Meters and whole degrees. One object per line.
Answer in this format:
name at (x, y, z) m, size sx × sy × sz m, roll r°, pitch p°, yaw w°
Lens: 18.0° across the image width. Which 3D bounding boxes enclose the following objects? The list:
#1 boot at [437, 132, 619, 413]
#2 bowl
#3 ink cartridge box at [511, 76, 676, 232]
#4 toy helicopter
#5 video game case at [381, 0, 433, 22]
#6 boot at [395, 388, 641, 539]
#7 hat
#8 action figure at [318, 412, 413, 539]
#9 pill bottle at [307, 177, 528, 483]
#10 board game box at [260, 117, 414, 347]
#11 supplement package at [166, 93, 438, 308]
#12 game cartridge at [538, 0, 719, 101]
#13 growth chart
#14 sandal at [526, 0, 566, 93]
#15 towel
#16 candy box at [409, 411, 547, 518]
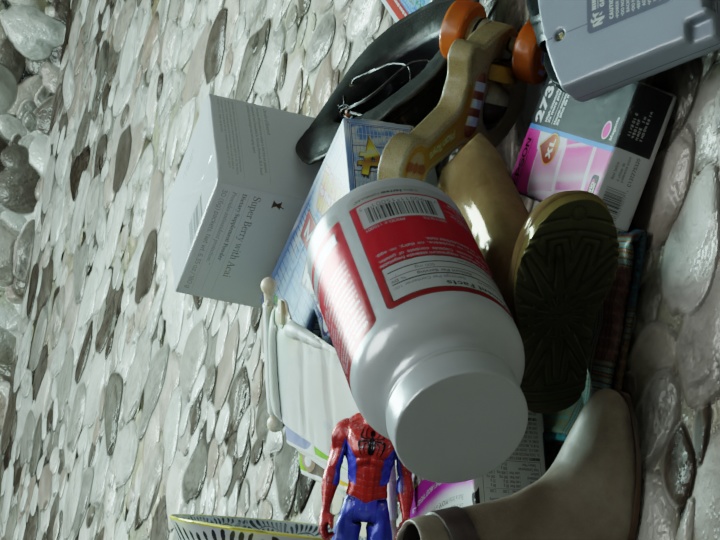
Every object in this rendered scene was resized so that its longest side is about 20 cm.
boot at (0.101, -0.028, 1.508) m, size 0.200 × 0.066 × 0.176 m, roll -111°, pitch 25°, yaw -50°
bowl at (-0.049, 0.240, 1.709) m, size 0.201 × 0.199 × 0.095 m, roll 174°, pitch 102°, yaw -71°
ink cartridge box at (0.148, -0.088, 1.555) m, size 0.200 × 0.037 × 0.095 m, roll -150°, pitch 80°, yaw -73°
toy helicopter at (0.068, -0.101, 1.648) m, size 0.200 × 0.078 × 0.133 m, roll -43°, pitch -37°, yaw -46°
video game case at (0.068, -0.304, 1.963) m, size 0.143 × 0.017 × 0.201 m, roll -116°, pitch 41°, yaw -62°
boot at (0.091, 0.166, 1.398) m, size 0.070 × 0.145 × 0.201 m, roll 3°, pitch 85°, yaw 60°
hat at (0.045, -0.133, 1.790) m, size 0.200 × 0.081 × 0.201 m, roll -40°, pitch 16°, yaw 14°
action figure at (0.003, 0.173, 1.577) m, size 0.052 × 0.065 × 0.201 m, roll -48°, pitch -37°, yaw -83°
pill bottle at (0.038, 0.038, 1.432) m, size 0.200 × 0.112 × 0.113 m, roll -111°, pitch 37°, yaw -53°
board game box at (0.000, 0.000, 1.699) m, size 0.200 × 0.061 × 0.201 m, roll -117°, pitch 38°, yaw -52°
supplement package at (-0.045, -0.044, 1.853) m, size 0.120 × 0.199 × 0.122 m, roll -101°, pitch 28°, yaw -50°
game cartridge at (0.175, -0.212, 1.472) m, size 0.133 × 0.041 × 0.201 m, roll -22°, pitch 55°, yaw 40°
growth chart at (-0.025, 0.107, 1.672) m, size 0.200 × 0.018 × 0.146 m, roll 36°, pitch 131°, yaw 51°
sandal at (0.142, -0.178, 1.565) m, size 0.075 × 0.048 × 0.201 m, roll -45°, pitch 24°, yaw 11°
towel at (0.135, 0.044, 1.551) m, size 0.200 × 0.022 × 0.148 m, roll 178°, pitch 102°, yaw -71°
candy box at (0.079, 0.180, 1.540) m, size 0.136 × 0.061 × 0.201 m, roll 132°, pitch 139°, yaw -61°
